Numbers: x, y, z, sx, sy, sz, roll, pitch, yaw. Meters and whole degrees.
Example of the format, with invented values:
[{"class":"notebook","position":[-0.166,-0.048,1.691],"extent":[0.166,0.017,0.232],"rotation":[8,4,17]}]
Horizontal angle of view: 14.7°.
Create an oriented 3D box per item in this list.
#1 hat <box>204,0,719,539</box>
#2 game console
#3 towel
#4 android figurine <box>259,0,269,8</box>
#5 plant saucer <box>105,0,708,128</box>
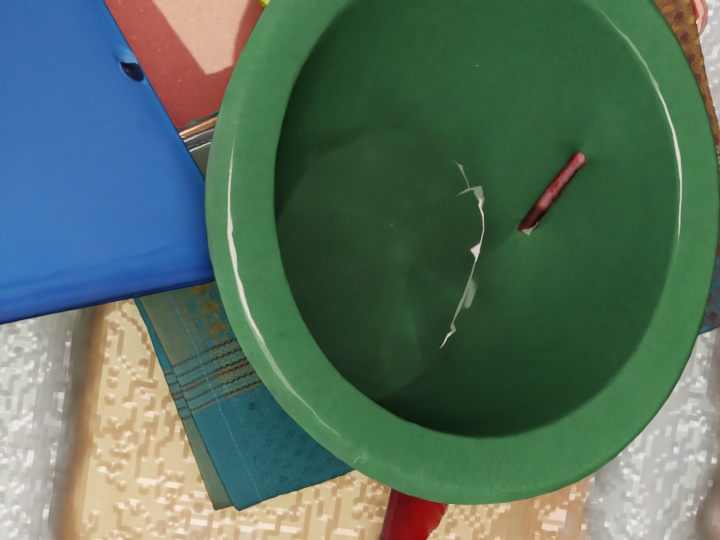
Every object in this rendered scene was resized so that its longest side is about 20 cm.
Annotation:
[{"class":"hat","position":[0.000,0.000,0.880],"extent":[0.165,0.176,0.201],"rotation":[19,77,-20]},{"class":"game console","position":[-0.165,-0.043,0.817],"extent":[0.170,0.118,0.201],"rotation":[-35,69,12]},{"class":"towel","position":[0.024,-0.010,0.904],"extent":[0.199,0.022,0.147],"rotation":[-21,124,-5]},{"class":"android figurine","position":[0.010,-0.158,0.826],"extent":[0.182,0.041,0.200],"rotation":[37,124,-14]},{"class":"plant saucer","position":[-0.020,-0.114,0.909],"extent":[0.199,0.037,0.201],"rotation":[-32,100,4]}]
